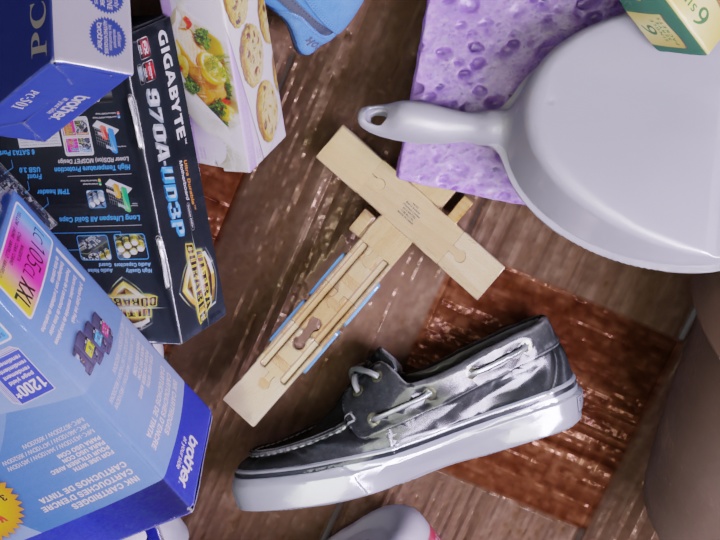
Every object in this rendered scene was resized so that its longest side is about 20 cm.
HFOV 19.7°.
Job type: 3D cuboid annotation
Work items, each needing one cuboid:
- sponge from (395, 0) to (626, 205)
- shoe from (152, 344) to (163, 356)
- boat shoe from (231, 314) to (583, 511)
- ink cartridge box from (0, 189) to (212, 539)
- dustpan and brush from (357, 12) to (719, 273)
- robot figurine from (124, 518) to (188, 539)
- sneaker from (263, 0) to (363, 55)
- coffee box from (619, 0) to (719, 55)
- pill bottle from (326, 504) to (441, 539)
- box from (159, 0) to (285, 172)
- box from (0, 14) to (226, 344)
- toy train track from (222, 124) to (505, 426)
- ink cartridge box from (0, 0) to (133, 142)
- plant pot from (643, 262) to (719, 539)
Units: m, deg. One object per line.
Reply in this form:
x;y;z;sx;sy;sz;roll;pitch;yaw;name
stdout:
0.088;-0.135;1.064;0.110;0.030;0.202;10;97;-1;sponge
-0.208;0.068;1.124;0.198;0.091;0.072;-7;106;5;shoe
0.020;0.075;1.133;0.198;0.072;0.072;-18;96;-2;boat shoe
-0.167;0.073;1.029;0.136;0.077;0.200;-23;125;24;ink cartridge box
0.097;-0.071;1.025;0.198;0.057;0.141;9;70;2;dustpan and brush
-0.127;0.206;1.150;0.168;0.113;0.201;-14;108;37;robot figurine
-0.085;-0.186;1.055;0.199;0.066;0.079;36;109;-8;sneaker
0.177;-0.214;0.982;0.200;0.044;0.123;-50;120;-13;coffee box
0.045;0.237;1.152;0.108;0.109;0.201;-35;102;12;pill bottle
-0.075;-0.143;1.021;0.038;0.041;0.202;11;128;25;box
-0.175;-0.045;1.072;0.198;0.046;0.161;-1;108;30;box
0.000;0.000;1.116;0.115;0.033;0.200;41;96;0;toy train track
-0.150;-0.172;0.974;0.044;0.094;0.202;6;71;-34;ink cartridge box
0.231;0.076;1.067;0.199;0.201;0.175;26;125;-5;plant pot
